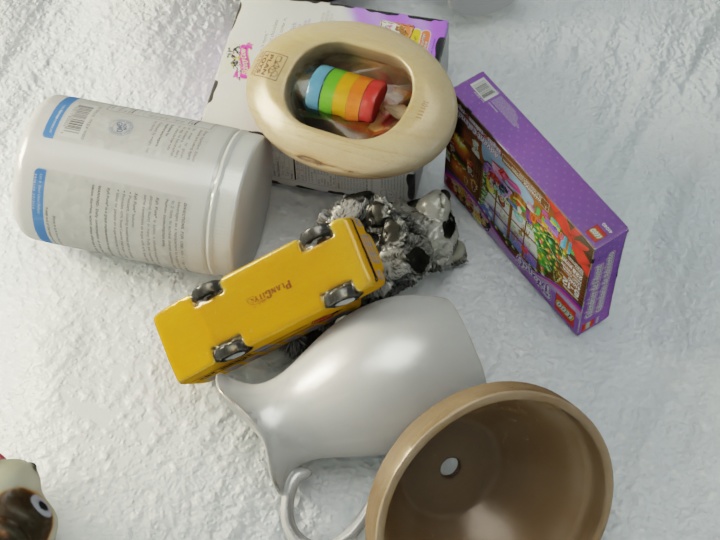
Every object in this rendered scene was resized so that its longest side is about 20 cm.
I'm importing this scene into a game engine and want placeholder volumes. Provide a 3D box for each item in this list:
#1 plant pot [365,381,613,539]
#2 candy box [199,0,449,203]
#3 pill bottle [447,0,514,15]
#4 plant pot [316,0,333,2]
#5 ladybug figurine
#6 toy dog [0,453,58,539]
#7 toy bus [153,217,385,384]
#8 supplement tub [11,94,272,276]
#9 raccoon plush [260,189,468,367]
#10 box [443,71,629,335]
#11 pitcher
[{"bbox_3d":[0.087,0.169,1.356,0.201,0.201,0.093,-24,27,-13],"label":"plant pot"},{"bbox_3d":[-0.031,-0.160,1.606,0.200,0.072,0.168,10,59,7],"label":"candy box"},{"bbox_3d":[0.093,-0.347,1.695,0.111,0.111,0.200,-15,59,-7],"label":"pill bottle"},{"bbox_3d":[-0.056,-0.350,1.664,0.200,0.200,0.174,-11,83,-5],"label":"plant pot"},{"bbox_3d":[-0.006,-0.141,1.499,0.200,0.072,0.136,22,79,23],"label":"ladybug figurine"},{"bbox_3d":[-0.336,0.194,1.359,0.200,0.140,0.194,2,71,3],"label":"toy dog"},{"bbox_3d":[-0.071,0.026,1.433,0.200,0.078,0.065,-27,77,20],"label":"toy bus"},{"bbox_3d":[-0.188,-0.073,1.522,0.200,0.132,0.132,12,59,9],"label":"supplement tub"},{"bbox_3d":[0.000,0.000,1.521,0.200,0.134,0.097,-34,75,18],"label":"raccoon plush"},{"bbox_3d":[0.145,-0.056,1.498,0.039,0.137,0.200,-30,61,-18],"label":"box"},{"bbox_3d":[0.006,0.121,1.416,0.200,0.121,0.172,-24,84,-4],"label":"pitcher"}]
